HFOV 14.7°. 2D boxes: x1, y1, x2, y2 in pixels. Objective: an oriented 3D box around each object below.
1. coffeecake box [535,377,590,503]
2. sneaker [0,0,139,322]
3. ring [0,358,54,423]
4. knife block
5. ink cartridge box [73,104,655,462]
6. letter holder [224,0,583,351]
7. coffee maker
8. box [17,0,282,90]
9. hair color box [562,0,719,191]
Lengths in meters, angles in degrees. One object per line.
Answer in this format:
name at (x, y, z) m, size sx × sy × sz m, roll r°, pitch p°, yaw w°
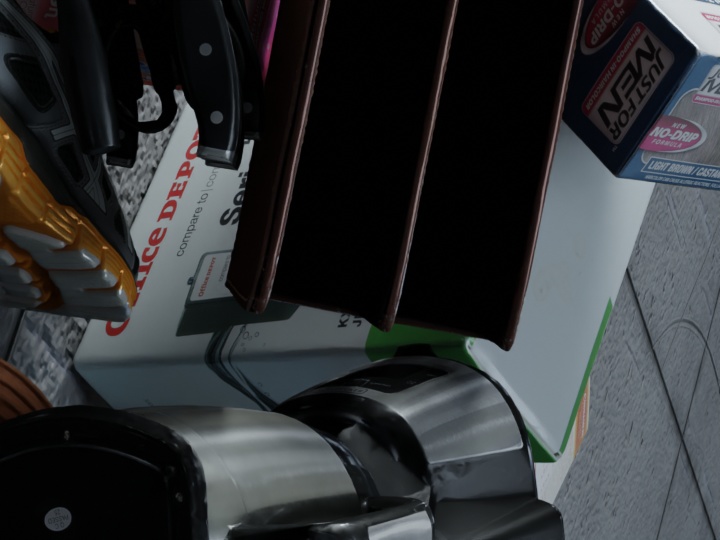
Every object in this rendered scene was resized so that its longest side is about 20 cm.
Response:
coffeecake box at (0.009, 0.088, 1.308) m, size 0.200 × 0.153 × 0.073 m, roll -58°, pitch 154°, yaw -51°
sneaker at (-0.118, -0.043, 0.949) m, size 0.200 × 0.078 × 0.077 m, roll 68°, pitch 31°, yaw -61°
ring at (-0.138, 0.124, 0.910) m, size 0.200 × 0.019 × 0.201 m, roll -7°, pitch 98°, yaw -59°
knife block at (-0.078, -0.134, 0.895) m, size 0.176 × 0.064 × 0.200 m, roll -100°, pitch 178°, yaw -48°
ink cartridge box at (0.000, 0.000, 1.131) m, size 0.083 × 0.200 × 0.147 m, roll 49°, pitch 49°, yaw -39°
letter holder at (0.023, -0.078, 0.939) m, size 0.142 × 0.100 × 0.200 m, roll -150°, pitch -110°, yaw -85°
coffee maker at (-0.033, 0.129, 0.948) m, size 0.200 × 0.135 × 0.192 m, roll -4°, pitch 114°, yaw -52°
box at (-0.053, -0.170, 1.041) m, size 0.103 × 0.095 × 0.200 m, roll 24°, pitch 77°, yaw -72°
hair color box at (0.084, -0.114, 1.071) m, size 0.100 × 0.200 × 0.061 m, roll 5°, pitch 126°, yaw -46°
